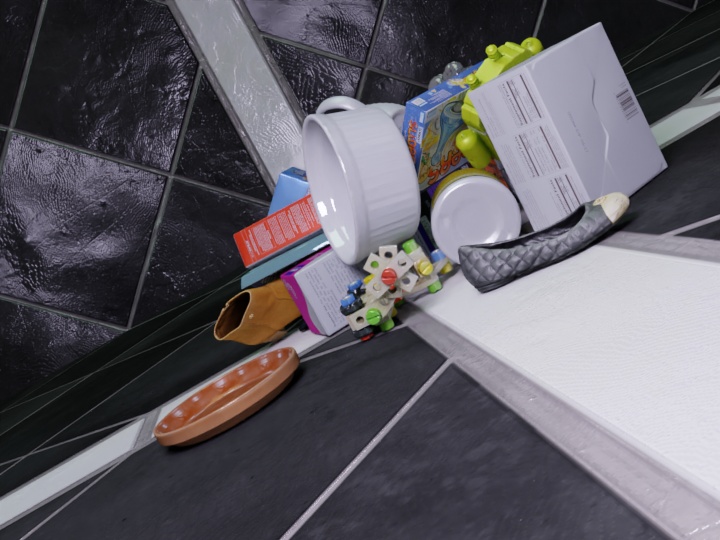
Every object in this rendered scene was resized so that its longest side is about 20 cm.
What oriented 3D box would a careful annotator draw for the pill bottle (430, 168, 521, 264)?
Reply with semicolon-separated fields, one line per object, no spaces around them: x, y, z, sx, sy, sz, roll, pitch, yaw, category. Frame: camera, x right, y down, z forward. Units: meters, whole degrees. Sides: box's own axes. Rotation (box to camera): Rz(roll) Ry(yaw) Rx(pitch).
0.149;-0.077;1.243;0.114;0.115;0.200;-28;8;8;pill bottle

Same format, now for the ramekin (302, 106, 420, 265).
0.001;-0.116;1.220;0.097;0.202;0.200;-17;4;-15;ramekin

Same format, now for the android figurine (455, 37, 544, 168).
0.195;-0.227;1.257;0.183;0.041;0.200;-56;-34;-1;android figurine

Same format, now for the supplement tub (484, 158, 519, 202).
0.286;-0.179;1.384;0.199;0.123;0.123;-27;8;13;supplement tub

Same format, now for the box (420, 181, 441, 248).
0.121;-0.106;1.502;0.106;0.123;0.200;-27;7;16;box

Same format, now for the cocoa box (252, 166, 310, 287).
-0.094;-0.060;1.583;0.133;0.130;0.201;-64;-8;-79;cocoa box

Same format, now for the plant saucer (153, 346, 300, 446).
-0.161;0.159;1.151;0.200;0.032;0.200;-28;7;4;plant saucer

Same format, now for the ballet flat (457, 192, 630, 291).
0.199;-0.038;1.023;0.199;0.057;0.066;-27;9;18;ballet flat

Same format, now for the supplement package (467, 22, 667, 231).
0.257;-0.173;1.153;0.155;0.201;0.111;-33;10;-32;supplement package

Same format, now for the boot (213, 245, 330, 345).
-0.121;0.036;1.388;0.201;0.071;0.144;-50;-24;14;boot

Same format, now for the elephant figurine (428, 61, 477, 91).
0.214;-0.256;1.507;0.199;0.156;0.141;10;1;-40;elephant figurine

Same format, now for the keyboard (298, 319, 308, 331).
-0.003;0.033;1.438;0.200;0.040;0.104;-36;-13;-32;keyboard

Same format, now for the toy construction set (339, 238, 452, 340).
0.041;0.018;1.153;0.131;0.093;0.200;-27;-3;15;toy construction set

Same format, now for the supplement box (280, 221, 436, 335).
0.000;0.000;1.338;0.199;0.104;0.101;-33;8;-16;supplement box

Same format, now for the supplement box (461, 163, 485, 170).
0.217;-0.194;1.684;0.197;0.133;0.200;-34;9;-35;supplement box

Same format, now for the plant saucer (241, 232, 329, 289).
-0.088;-0.028;1.386;0.199;0.019;0.070;-26;6;6;plant saucer

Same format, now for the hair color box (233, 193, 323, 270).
-0.086;-0.066;1.454;0.199;0.062;0.101;-26;-14;11;hair color box

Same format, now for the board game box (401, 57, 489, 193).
0.127;-0.197;1.272;0.200;0.034;0.136;-35;-35;-38;board game box

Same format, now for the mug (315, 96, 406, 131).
0.010;-0.231;1.621;0.175;0.200;0.148;-12;49;52;mug
